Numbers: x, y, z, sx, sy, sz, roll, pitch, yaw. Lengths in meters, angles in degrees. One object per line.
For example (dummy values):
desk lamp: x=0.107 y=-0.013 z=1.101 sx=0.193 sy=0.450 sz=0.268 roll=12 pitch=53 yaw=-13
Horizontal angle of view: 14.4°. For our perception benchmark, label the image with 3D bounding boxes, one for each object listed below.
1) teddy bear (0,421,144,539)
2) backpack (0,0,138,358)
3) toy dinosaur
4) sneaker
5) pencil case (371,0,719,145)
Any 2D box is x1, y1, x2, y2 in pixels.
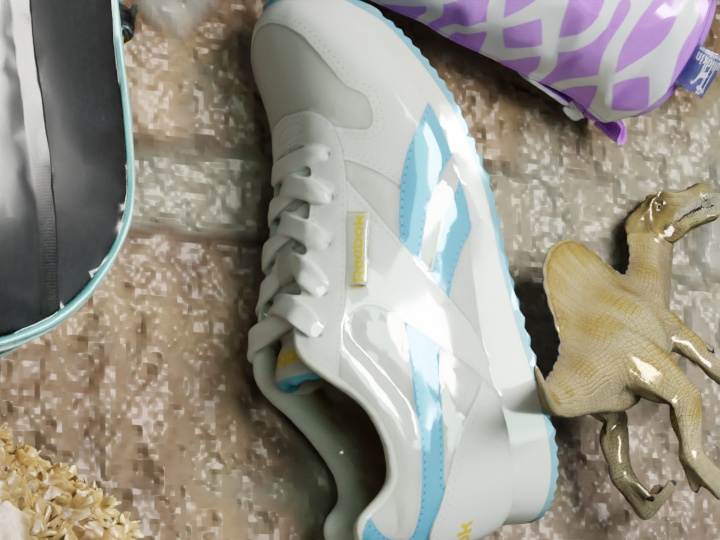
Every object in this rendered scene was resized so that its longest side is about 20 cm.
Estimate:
teddy bear: x=-0.109 y=0.094 z=0.750 sx=0.200 sy=0.067 sz=0.145 roll=49 pitch=50 yaw=-11
backpack: x=-0.158 y=-0.059 z=0.851 sx=0.175 sy=0.153 sz=0.201 roll=-3 pitch=73 yaw=-29
toy dinosaur: x=0.092 y=0.037 z=1.005 sx=0.101 sy=0.058 sz=0.200 roll=56 pitch=30 yaw=-8
sneaker: x=0.000 y=0.000 z=0.969 sx=0.080 sy=0.076 sz=0.201 roll=-17 pitch=85 yaw=-28
pencil case: x=0.032 y=-0.118 z=1.015 sx=0.199 sy=0.084 sz=0.086 roll=24 pitch=112 yaw=-21
